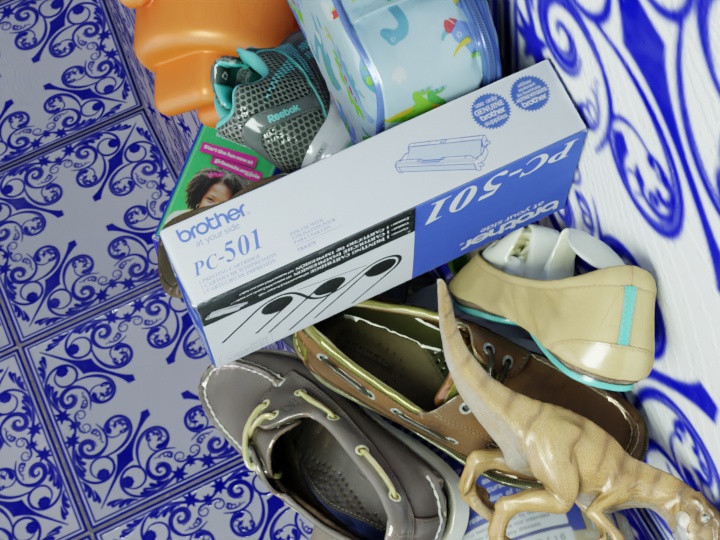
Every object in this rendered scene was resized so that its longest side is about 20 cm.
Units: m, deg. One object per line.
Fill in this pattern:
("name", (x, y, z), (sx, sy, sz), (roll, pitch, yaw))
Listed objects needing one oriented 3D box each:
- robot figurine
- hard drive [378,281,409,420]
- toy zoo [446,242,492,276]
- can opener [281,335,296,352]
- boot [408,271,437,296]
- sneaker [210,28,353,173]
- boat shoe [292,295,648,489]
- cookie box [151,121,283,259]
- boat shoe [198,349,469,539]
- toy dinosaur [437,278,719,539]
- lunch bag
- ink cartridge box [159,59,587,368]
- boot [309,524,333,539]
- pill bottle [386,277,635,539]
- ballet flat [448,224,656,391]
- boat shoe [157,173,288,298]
("robot figurine", (-0.101, -0.207, 1.059), (0.117, 0.143, 0.202), (115, 158, -80))
("hard drive", (0.000, 0.000, 0.916), (0.140, 0.033, 0.202), (-151, 69, -75))
("toy zoo", (0.038, -0.080, 0.979), (0.132, 0.020, 0.201), (77, 167, -51))
("can opener", (-0.014, 0.054, 1.057), (0.066, 0.053, 0.200), (41, 176, 37))
("boot", (0.001, -0.006, 1.222), (0.182, 0.073, 0.200), (42, 180, 0))
("sneaker", (-0.050, -0.118, 0.929), (0.200, 0.091, 0.078), (-105, 39, -66))
("boat shoe", (0.055, 0.064, 0.780), (0.068, 0.198, 0.072), (69, -141, -72))
("cookie box", (-0.096, -0.086, 1.206), (0.075, 0.201, 0.171), (21, 168, 0))
("boat shoe", (-0.029, 0.099, 0.829), (0.199, 0.059, 0.072), (31, 108, 38))
("toy dinosaur", (0.087, 0.086, 0.733), (0.199, 0.106, 0.061), (34, -159, -12))
("lunch bag", (0.004, -0.149, 0.768), (0.161, 0.082, 0.201), (88, 160, -69))
("ink cartridge box", (0.007, -0.025, 0.712), (0.044, 0.199, 0.094), (62, 171, 19))
("boot", (-0.010, 0.175, 1.018), (0.070, 0.147, 0.200), (29, 175, -32))
("pill bottle", (0.081, 0.109, 0.872), (0.120, 0.119, 0.201), (80, 174, -59))
("ballet flat", (0.100, 0.008, 0.755), (0.200, 0.068, 0.064), (-147, 67, -70))
("boat shoe", (-0.042, -0.018, 0.880), (0.199, 0.076, 0.072), (-1, 87, 53))
